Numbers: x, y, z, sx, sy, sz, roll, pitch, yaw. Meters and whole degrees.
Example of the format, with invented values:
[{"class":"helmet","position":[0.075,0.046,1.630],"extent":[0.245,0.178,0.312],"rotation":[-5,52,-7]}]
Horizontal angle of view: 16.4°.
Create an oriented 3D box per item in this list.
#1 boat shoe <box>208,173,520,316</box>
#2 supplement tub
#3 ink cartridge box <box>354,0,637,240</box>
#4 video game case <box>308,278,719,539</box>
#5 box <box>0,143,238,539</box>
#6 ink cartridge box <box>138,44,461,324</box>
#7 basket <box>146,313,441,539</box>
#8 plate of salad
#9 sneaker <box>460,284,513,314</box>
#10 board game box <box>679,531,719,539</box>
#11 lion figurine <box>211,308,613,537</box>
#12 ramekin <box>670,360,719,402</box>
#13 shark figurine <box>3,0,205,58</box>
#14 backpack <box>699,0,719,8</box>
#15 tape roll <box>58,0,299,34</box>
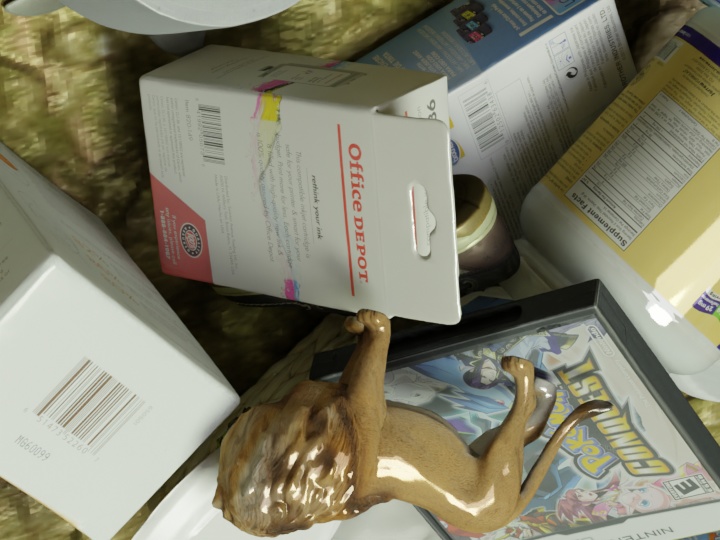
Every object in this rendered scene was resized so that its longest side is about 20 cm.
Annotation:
[{"class":"boat shoe","position":[0.001,-0.001,1.413],"extent":[0.066,0.200,0.072],"rotation":[55,43,-26]},{"class":"supplement tub","position":[0.183,-0.033,1.420],"extent":[0.200,0.145,0.145],"rotation":[-48,131,5]},{"class":"ink cartridge box","position":[0.064,-0.079,1.464],"extent":[0.200,0.076,0.137],"rotation":[-33,131,-10]},{"class":"video game case","position":[0.098,0.095,1.400],"extent":[0.180,0.026,0.200],"rotation":[-16,132,29]},{"class":"box","position":[-0.181,0.020,1.295],"extent":[0.106,0.200,0.152],"rotation":[-47,131,3]},{"class":"ink cartridge box","position":[-0.016,-0.047,1.314],"extent":[0.067,0.200,0.117],"rotation":[-29,122,-47]},{"class":"basket","position":[-0.019,0.135,1.525],"extent":[0.200,0.123,0.136],"rotation":[-44,131,1]},{"class":"plate of salad","position":[-0.077,0.147,1.372],"extent":[0.200,0.048,0.200],"rotation":[-35,149,-25]},{"class":"sneaker","position":[0.117,0.032,1.567],"extent":[0.200,0.076,0.077],"rotation":[11,109,-33]},{"class":"board game box","position":[0.179,0.184,1.627],"extent":[0.200,0.151,0.037],"rotation":[4,120,-28]},{"class":"lion figurine","position":[0.028,0.095,1.284],"extent":[0.200,0.072,0.123],"rotation":[16,80,-13]},{"class":"ramekin","position":[0.283,0.002,1.590],"extent":[0.200,0.098,0.201],"rotation":[-23,124,-40]},{"class":"shark figurine","position":[-0.164,-0.152,1.281],"extent":[0.214,0.090,0.128],"rotation":[-7,121,-28]},{"class":"backpack","position":[0.247,-0.238,1.427],"extent":[0.177,0.151,0.200],"rotation":[27,108,-41]},{"class":"tape roll","position":[-0.089,-0.218,1.235],"extent":[0.200,0.066,0.201],"rotation":[-2,93,-37]}]
